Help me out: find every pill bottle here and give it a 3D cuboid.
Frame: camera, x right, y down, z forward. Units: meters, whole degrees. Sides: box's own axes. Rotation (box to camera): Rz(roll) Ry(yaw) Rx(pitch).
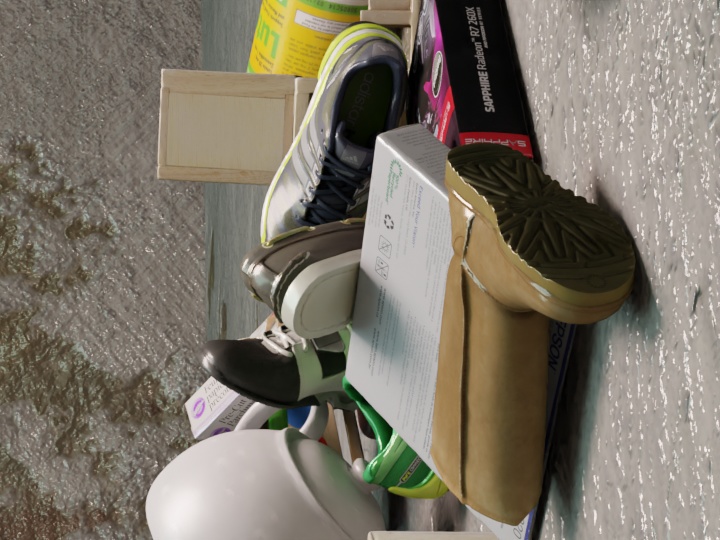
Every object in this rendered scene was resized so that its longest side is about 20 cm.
[{"bbox_3d":[-0.041,-0.180,1.850,0.111,0.110,0.201,-102,23,-56],"label":"pill bottle"}]

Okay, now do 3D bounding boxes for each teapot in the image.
[{"bbox_3d":[-0.050,0.183,1.535,0.200,0.146,0.197,53,-172,10],"label":"teapot"}]

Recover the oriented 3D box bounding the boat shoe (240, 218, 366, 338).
[{"bbox_3d":[0.001,-0.003,1.420,0.060,0.201,0.072,32,114,29],"label":"boat shoe"}]

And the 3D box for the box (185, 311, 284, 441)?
[{"bbox_3d":[-0.058,0.060,1.642,0.200,0.041,0.039,-45,44,24],"label":"box"}]

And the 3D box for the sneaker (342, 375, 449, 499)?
[{"bbox_3d":[0.029,0.061,1.511,0.074,0.083,0.201,113,157,-68],"label":"sneaker"}]

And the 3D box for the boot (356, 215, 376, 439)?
[{"bbox_3d":[0.003,0.018,1.722,0.200,0.072,0.167,-108,23,-55],"label":"boot"}]

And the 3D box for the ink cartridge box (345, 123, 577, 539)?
[{"bbox_3d":[0.068,0.043,1.299,0.200,0.043,0.197,44,139,37],"label":"ink cartridge box"}]

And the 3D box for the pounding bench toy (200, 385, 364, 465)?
[{"bbox_3d":[-0.060,0.146,1.744,0.200,0.123,0.157,77,-178,-74],"label":"pounding bench toy"}]

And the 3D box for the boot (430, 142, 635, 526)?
[{"bbox_3d":[0.091,0.052,1.161,0.175,0.066,0.201,-123,30,-57],"label":"boot"}]

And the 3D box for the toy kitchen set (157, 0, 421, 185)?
[{"bbox_3d":[-0.042,-0.149,1.600,0.200,0.179,0.164,-33,-54,-82],"label":"toy kitchen set"}]

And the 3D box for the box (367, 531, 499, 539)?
[{"bbox_3d":[0.048,0.270,1.332,0.078,0.094,0.201,-125,39,-76],"label":"box"}]

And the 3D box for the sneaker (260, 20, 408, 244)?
[{"bbox_3d":[-0.018,-0.071,1.455,0.081,0.073,0.201,-124,49,-79],"label":"sneaker"}]

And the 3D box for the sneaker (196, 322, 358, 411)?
[{"bbox_3d":[-0.029,0.053,1.570,0.074,0.199,0.089,44,118,44],"label":"sneaker"}]

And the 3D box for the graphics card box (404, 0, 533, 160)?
[{"bbox_3d":[0.068,-0.093,1.396,0.201,0.051,0.126,-95,10,-45],"label":"graphics card box"}]
